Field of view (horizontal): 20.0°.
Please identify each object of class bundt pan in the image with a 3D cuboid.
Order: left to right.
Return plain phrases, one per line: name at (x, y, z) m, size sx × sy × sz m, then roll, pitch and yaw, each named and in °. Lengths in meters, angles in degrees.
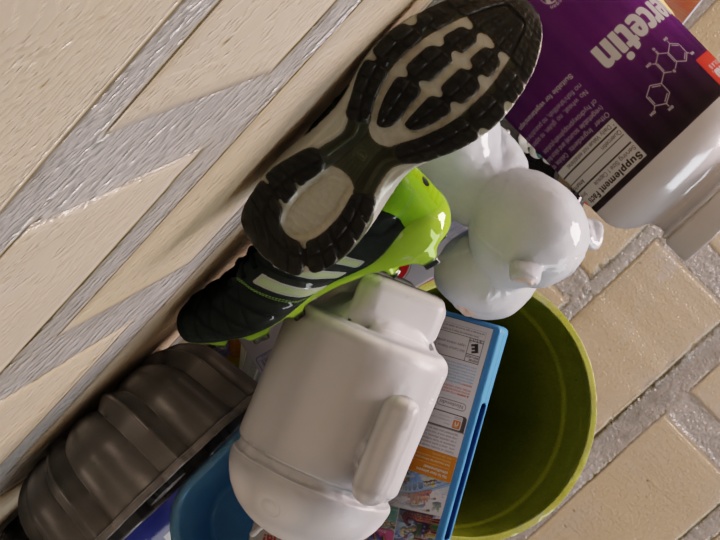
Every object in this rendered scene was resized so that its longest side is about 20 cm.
bundt pan at (-0.158, 0.125, 1.416) m, size 0.202 × 0.076 × 0.202 m, roll -44°, pitch 176°, yaw -4°

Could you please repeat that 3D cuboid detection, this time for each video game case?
video game case at (0.010, 0.118, 1.398) m, size 0.018 × 0.143 × 0.200 m, roll 16°, pitch 89°, yaw -62°

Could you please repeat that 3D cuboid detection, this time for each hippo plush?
hippo plush at (0.090, -0.061, 1.354) m, size 0.159 × 0.161 × 0.200 m, roll -40°, pitch 175°, yaw -46°

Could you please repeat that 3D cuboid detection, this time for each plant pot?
plant pot at (0.052, 0.102, 1.601) m, size 0.200 × 0.200 × 0.193 m, roll -43°, pitch -167°, yaw -16°

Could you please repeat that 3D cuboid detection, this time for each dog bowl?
dog bowl at (-0.056, 0.152, 1.462) m, size 0.200 × 0.112 × 0.050 m, roll -45°, pitch 163°, yaw 11°

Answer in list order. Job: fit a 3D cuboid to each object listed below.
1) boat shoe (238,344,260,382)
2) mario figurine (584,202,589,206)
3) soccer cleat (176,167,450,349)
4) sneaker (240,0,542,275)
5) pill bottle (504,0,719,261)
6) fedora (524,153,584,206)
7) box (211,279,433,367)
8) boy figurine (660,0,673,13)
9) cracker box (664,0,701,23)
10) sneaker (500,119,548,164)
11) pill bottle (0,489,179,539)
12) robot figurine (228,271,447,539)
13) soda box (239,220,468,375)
boat shoe at (-0.062, 0.095, 1.618) m, size 0.071 × 0.070 × 0.201 m, roll 30°, pitch -77°, yaw 53°
mario figurine at (0.193, -0.110, 1.729) m, size 0.200 × 0.123 × 0.106 m, roll 26°, pitch -88°, yaw 52°
soccer cleat at (-0.039, -0.015, 1.284) m, size 0.200 × 0.081 × 0.068 m, roll -24°, pitch -154°, yaw 21°
sneaker at (0.017, -0.087, 1.122) m, size 0.200 × 0.077 × 0.089 m, roll -40°, pitch -169°, yaw 19°
pill bottle at (0.147, -0.104, 1.189) m, size 0.112 × 0.200 × 0.112 m, roll -44°, pitch 177°, yaw -3°
fedora at (0.102, -0.074, 1.622) m, size 0.201 × 0.091 × 0.201 m, roll -50°, pitch -155°, yaw 34°
box at (-0.038, 0.072, 1.786) m, size 0.200 × 0.122 × 0.193 m, roll -43°, pitch 177°, yaw -15°
boy figurine at (0.153, -0.169, 1.353) m, size 0.200 × 0.124 × 0.065 m, roll 73°, pitch 31°, yaw -63°
cracker box at (0.263, -0.269, 1.466) m, size 0.200 × 0.058 × 0.134 m, roll -56°, pitch 178°, yaw -9°
sneaker at (0.154, -0.104, 1.511) m, size 0.200 × 0.080 × 0.071 m, roll -2°, pitch 173°, yaw -10°
pill bottle at (-0.205, 0.210, 1.578) m, size 0.200 × 0.112 × 0.112 m, roll -43°, pitch 176°, yaw -14°
robot figurine at (-0.016, 0.097, 1.339) m, size 0.200 × 0.113 × 0.170 m, roll -67°, pitch -154°, yaw 4°
soda box at (0.000, 0.000, 1.501) m, size 0.200 × 0.064 × 0.068 m, roll -30°, pitch -178°, yaw 19°
